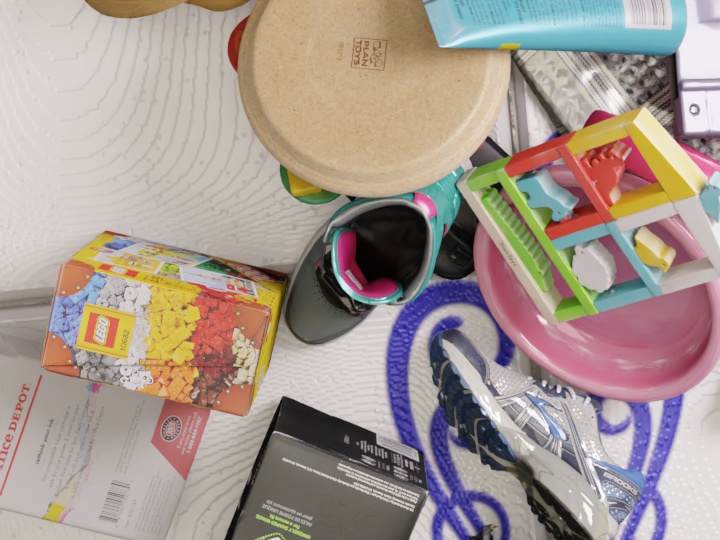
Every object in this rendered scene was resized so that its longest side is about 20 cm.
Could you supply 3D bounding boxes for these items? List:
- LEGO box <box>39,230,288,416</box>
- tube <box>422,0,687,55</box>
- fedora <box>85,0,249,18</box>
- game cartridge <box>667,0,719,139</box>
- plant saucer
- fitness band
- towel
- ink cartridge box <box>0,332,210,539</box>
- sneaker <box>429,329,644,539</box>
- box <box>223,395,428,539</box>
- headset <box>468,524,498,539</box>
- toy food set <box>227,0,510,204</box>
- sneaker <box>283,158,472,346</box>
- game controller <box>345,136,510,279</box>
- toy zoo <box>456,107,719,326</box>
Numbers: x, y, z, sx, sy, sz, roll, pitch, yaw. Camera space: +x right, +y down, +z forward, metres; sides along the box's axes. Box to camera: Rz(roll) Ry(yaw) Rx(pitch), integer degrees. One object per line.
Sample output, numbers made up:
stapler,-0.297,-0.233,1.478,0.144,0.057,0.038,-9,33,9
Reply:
LEGO box,-0.136,0.035,1.677,0.148,0.200,0.078,13,98,0
tube,0.132,-0.179,1.619,0.198,0.078,0.051,1,137,-26
fedora,-0.111,-0.244,1.685,0.200,0.201,0.082,-42,132,6
game cartridge,0.282,-0.197,1.684,0.128,0.038,0.202,-3,84,-6
plant saucer,0.180,0.002,1.693,0.199,0.051,0.202,19,133,21
fitness band,0.247,-0.059,1.650,0.199,0.144,0.038,28,96,3
towel,0.234,-0.142,1.725,0.192,0.035,0.201,-35,95,5
ink cartridge box,-0.225,0.120,1.720,0.199,0.067,0.117,18,97,-25
sneaker,0.132,0.116,1.745,0.085,0.077,0.200,-37,80,-22
box,-0.041,0.217,1.719,0.123,0.149,0.201,22,96,-2
headset,0.174,0.254,1.766,0.199,0.094,0.124,25,98,-16
toy food set,0.007,-0.145,1.638,0.196,0.049,0.202,-10,74,2
sneaker,0.000,0.000,1.683,0.083,0.121,0.200,39,118,-2
game controller,0.031,-0.088,1.742,0.200,0.042,0.104,42,82,-3
toy zoo,0.173,-0.038,1.608,0.199,0.020,0.132,-19,113,45
